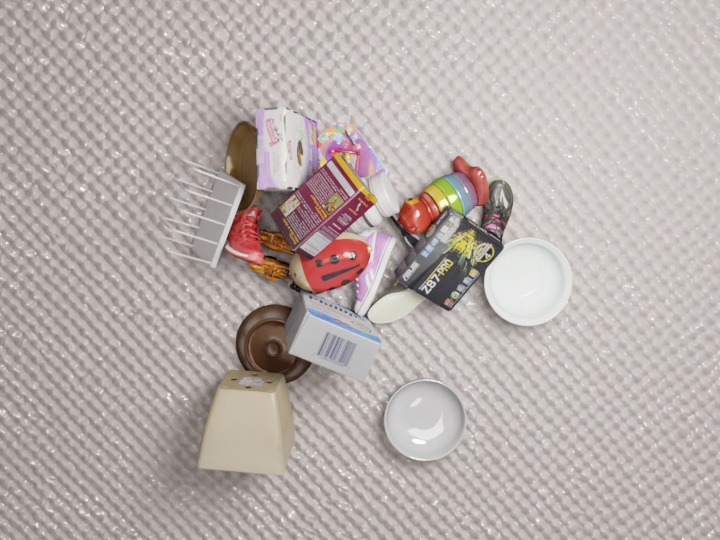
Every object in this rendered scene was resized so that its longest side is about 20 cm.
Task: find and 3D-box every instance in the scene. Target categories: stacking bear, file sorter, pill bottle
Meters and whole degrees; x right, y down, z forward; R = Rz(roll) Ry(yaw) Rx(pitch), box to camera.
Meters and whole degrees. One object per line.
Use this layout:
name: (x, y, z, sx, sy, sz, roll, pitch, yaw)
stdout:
stacking bear: (0.176, -0.152, 1.452, 0.199, 0.121, 0.114, -29, 127, -11)
file sorter: (-0.371, -0.133, 1.462, 0.124, 0.138, 0.202, 16, 100, -37)
pill bottle: (-0.020, -0.140, 1.465, 0.198, 0.114, 0.115, -22, 97, 17)

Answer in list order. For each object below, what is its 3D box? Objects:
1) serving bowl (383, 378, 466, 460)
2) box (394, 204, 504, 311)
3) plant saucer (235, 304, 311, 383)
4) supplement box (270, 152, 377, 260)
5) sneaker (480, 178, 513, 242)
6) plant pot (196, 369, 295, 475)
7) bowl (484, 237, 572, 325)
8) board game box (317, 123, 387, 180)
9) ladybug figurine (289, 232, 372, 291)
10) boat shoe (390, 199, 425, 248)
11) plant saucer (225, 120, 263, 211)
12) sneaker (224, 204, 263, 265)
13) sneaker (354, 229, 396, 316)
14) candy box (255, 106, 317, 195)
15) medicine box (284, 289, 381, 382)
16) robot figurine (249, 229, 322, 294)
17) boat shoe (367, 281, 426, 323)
serving bowl: (0.155, 0.353, 1.568, 0.197, 0.066, 0.203, 0, 97, 2)
box: (0.196, -0.024, 1.442, 0.160, 0.049, 0.200, 31, 112, -20)
plant saucer: (-0.208, 0.184, 1.573, 0.198, 0.037, 0.203, 0, 97, 1)
supplement box: (-0.078, -0.133, 1.376, 0.200, 0.086, 0.111, -41, 63, 9)
sneaker: (0.311, -0.109, 1.491, 0.076, 0.084, 0.203, 10, 98, 0)
plant pot: (-0.257, 0.340, 1.511, 0.197, 0.200, 0.179, 5, 99, 1)
bowl: (0.381, 0.020, 1.503, 0.198, 0.090, 0.204, 0, 98, 2)
board game box: (-0.038, -0.239, 1.506, 0.157, 0.039, 0.201, -36, 95, 6)
ladybug figurine: (-0.065, -0.012, 1.448, 0.198, 0.072, 0.136, -23, 126, 9)
boat shoe: (0.127, -0.084, 1.509, 0.200, 0.075, 0.060, 47, 138, 10)
plant saucer: (-0.252, -0.234, 1.461, 0.035, 0.199, 0.203, -3, 99, -33)
sneaker: (-0.258, -0.090, 1.466, 0.078, 0.200, 0.117, 22, 95, -38)
sneaker: (0.000, 0.000, 1.529, 0.113, 0.073, 0.203, 20, 89, 4)
candy box: (-0.157, -0.255, 1.418, 0.071, 0.200, 0.170, 1, 93, 16)
medicine box: (-0.067, 0.144, 1.464, 0.181, 0.200, 0.104, 23, 99, -14)
robot figurine: (-0.155, -0.019, 1.532, 0.198, 0.058, 0.147, 17, 99, 0)
boat shoe: (0.104, 0.056, 1.533, 0.200, 0.060, 0.072, -31, 118, 6)
